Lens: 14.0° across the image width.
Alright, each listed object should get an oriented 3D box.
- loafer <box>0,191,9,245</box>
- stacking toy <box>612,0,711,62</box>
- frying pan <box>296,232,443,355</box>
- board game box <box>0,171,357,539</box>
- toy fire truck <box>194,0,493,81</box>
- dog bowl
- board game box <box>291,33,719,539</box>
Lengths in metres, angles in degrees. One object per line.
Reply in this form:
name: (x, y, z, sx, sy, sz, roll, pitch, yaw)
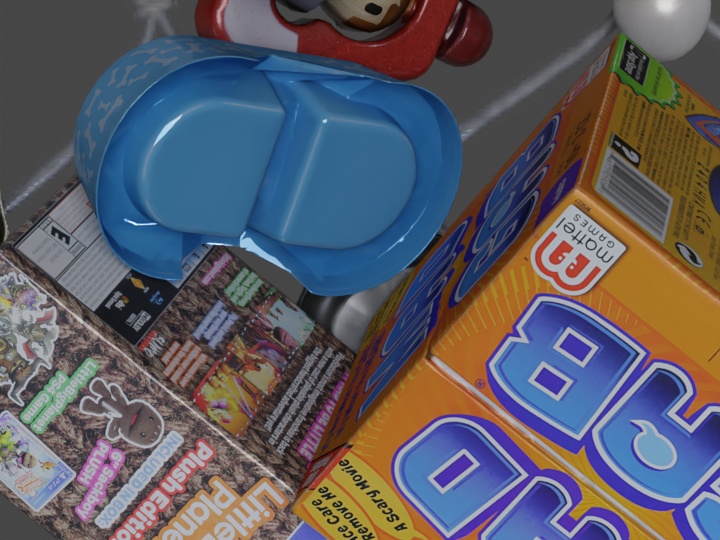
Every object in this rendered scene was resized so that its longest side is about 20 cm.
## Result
loafer: (-0.212, -0.077, 1.375, 0.076, 0.068, 0.201, -40, 125, -23)
stacking toy: (0.137, -0.190, 1.408, 0.145, 0.146, 0.201, -6, 122, -4)
frying pan: (0.017, -0.001, 1.450, 0.114, 0.031, 0.191, -7, 93, -5)
board game box: (-0.092, 0.061, 1.365, 0.200, 0.159, 0.097, 39, 113, -2)
toy fire truck: (0.011, -0.179, 1.418, 0.167, 0.112, 0.201, 24, 85, -24)
dog bowl: (-0.046, -0.052, 1.367, 0.199, 0.050, 0.112, 6, 113, -36)
board game box: (0.121, 0.056, 1.313, 0.200, 0.200, 0.200, 38, 114, -6)
